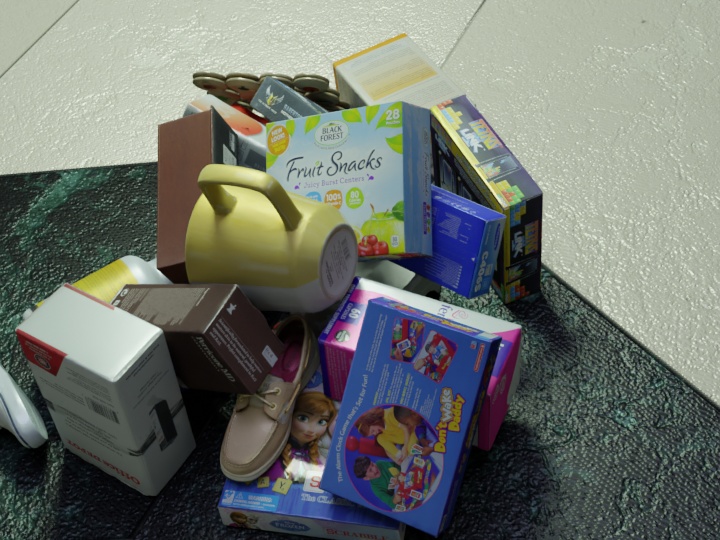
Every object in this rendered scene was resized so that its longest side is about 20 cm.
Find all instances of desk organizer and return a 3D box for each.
[{"bbox_3d":[-0.191,-0.084,1.345,0.076,0.072,0.203,-13,62,16],"label":"desk organizer"}]

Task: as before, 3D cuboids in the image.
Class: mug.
[{"bbox_3d":[-0.095,-0.022,1.221,0.151,0.186,0.152,11,90,28],"label":"mug"}]

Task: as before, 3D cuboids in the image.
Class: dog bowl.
[{"bbox_3d":[0.000,0.000,1.407,0.197,0.059,0.202,-4,48,4],"label":"dog bowl"}]

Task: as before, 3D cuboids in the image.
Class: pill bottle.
[{"bbox_3d":[-0.292,0.052,1.365,0.199,0.113,0.112,-30,51,-18],"label":"pill bottle"}]

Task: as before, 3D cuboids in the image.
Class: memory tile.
[{"bbox_3d":[-0.123,-0.244,1.591,0.197,0.153,0.017,3,80,15],"label":"memory tile"}]

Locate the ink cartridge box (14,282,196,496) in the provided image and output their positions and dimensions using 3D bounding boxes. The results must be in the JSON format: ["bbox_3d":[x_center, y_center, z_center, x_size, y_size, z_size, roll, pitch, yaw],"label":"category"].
[{"bbox_3d":[-0.271,0.132,1.233,0.143,0.202,0.084,22,50,26],"label":"ink cartridge box"}]

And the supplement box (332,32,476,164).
[{"bbox_3d":[0.061,-0.235,1.599,0.125,0.074,0.201,-24,49,-14],"label":"supplement box"}]

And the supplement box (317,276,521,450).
[{"bbox_3d":[0.065,0.098,1.226,0.197,0.104,0.102,17,50,18],"label":"supplement box"}]

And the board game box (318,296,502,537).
[{"bbox_3d":[0.048,0.143,1.136,0.133,0.203,0.045,18,9,19],"label":"board game box"}]

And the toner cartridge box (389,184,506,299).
[{"bbox_3d":[0.070,-0.050,1.323,0.199,0.096,0.043,27,27,34],"label":"toner cartridge box"}]

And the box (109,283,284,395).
[{"bbox_3d":[-0.189,0.073,1.238,0.198,0.101,0.075,-2,44,42],"label":"box"}]

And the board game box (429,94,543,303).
[{"bbox_3d":[0.153,-0.088,1.391,0.056,0.167,0.201,-20,49,-12],"label":"board game box"}]

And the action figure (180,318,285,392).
[{"bbox_3d":[-0.169,0.098,1.353,0.197,0.052,0.066,-18,43,-11],"label":"action figure"}]

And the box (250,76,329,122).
[{"bbox_3d":[-0.031,-0.167,1.495,0.200,0.157,0.051,41,99,33],"label":"box"}]

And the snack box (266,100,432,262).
[{"bbox_3d":[-0.016,-0.095,1.309,0.198,0.067,0.171,-3,85,35],"label":"snack box"}]

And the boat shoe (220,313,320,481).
[{"bbox_3d":[-0.103,0.131,1.238,0.073,0.070,0.201,9,50,17],"label":"boat shoe"}]

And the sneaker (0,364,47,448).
[{"bbox_3d":[-0.430,0.155,1.330,0.071,0.073,0.199,-40,45,-14],"label":"sneaker"}]

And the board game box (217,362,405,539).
[{"bbox_3d":[-0.035,0.193,1.248,0.197,0.041,0.201,4,49,11],"label":"board game box"}]

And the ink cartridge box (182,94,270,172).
[{"bbox_3d":[-0.129,-0.183,1.507,0.161,0.051,0.200,29,26,5],"label":"ink cartridge box"}]
